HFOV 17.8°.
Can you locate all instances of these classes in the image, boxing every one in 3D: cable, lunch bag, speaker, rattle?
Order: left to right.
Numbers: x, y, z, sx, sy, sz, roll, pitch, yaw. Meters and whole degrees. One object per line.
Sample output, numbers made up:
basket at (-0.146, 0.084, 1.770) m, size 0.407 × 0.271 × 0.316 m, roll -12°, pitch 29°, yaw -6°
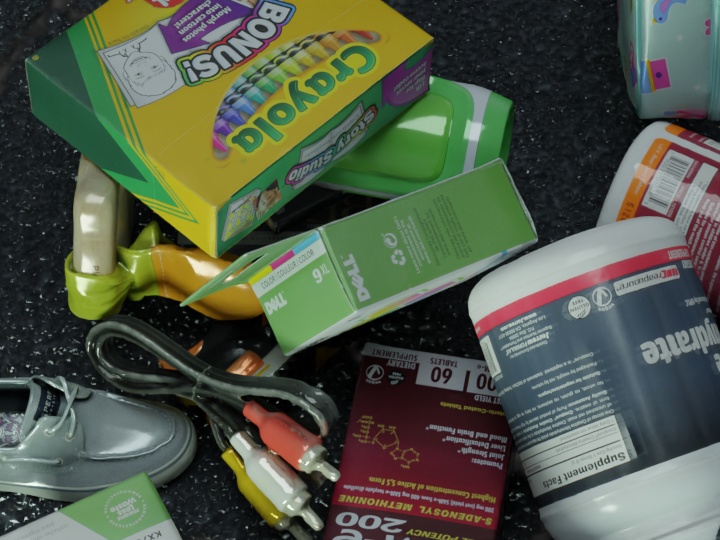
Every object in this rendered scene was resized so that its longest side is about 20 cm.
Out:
rattle at (-0.128, -0.048, 1.538) m, size 0.142 × 0.131 × 0.200 m, roll -12°, pitch 20°, yaw 7°
cable at (-0.091, 0.084, 1.430) m, size 0.199 × 0.097 × 0.050 m, roll 34°, pitch 40°, yaw 11°
speaker at (-0.001, -0.094, 1.535) m, size 0.198 × 0.089 × 0.089 m, roll 11°, pitch 57°, yaw 8°
lunch bag at (0.216, -0.190, 1.577) m, size 0.076 × 0.162 × 0.200 m, roll -2°, pitch 20°, yaw 5°

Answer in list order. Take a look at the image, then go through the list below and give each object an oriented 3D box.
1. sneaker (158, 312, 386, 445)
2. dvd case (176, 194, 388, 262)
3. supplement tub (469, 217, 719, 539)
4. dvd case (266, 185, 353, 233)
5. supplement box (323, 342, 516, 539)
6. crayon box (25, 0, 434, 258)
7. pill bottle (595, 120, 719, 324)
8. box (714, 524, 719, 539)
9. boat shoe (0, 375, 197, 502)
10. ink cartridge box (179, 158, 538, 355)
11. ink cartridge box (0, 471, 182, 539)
sneaker at (-0.048, 0.020, 1.522) m, size 0.090 × 0.070 × 0.200 m, roll 37°, pitch 69°, yaw 21°
dvd case at (-0.050, -0.090, 1.630) m, size 0.147 × 0.016 × 0.201 m, roll 1°, pitch 57°, yaw 2°
supplement tub at (0.159, 0.081, 1.393) m, size 0.139 × 0.140 × 0.201 m, roll -18°, pitch 82°, yaw -10°
dvd case at (-0.047, -0.132, 1.629) m, size 0.148 × 0.016 × 0.200 m, roll -28°, pitch 60°, yaw -15°
supplement box at (0.036, 0.151, 1.441) m, size 0.108 × 0.061 × 0.201 m, roll 8°, pitch 58°, yaw 7°
crayon box at (-0.082, -0.125, 1.467) m, size 0.172 × 0.058 × 0.200 m, roll 36°, pitch 60°, yaw 25°
pill bottle at (0.262, -0.013, 1.511) m, size 0.199 × 0.110 × 0.110 m, roll 25°, pitch 61°, yaw 18°
box at (0.328, 0.134, 1.350) m, size 0.104 × 0.200 × 0.183 m, roll -12°, pitch 44°, yaw 48°
boat shoe at (-0.206, 0.103, 1.474) m, size 0.199 × 0.072 × 0.070 m, roll 0°, pitch 56°, yaw 1°
ink cartridge box at (0.000, 0.000, 1.423) m, size 0.199 × 0.104 × 0.060 m, roll -21°, pitch 85°, yaw -32°
ink cartridge box at (-0.137, 0.236, 1.386) m, size 0.116 × 0.068 × 0.201 m, roll -24°, pitch 59°, yaw -14°
